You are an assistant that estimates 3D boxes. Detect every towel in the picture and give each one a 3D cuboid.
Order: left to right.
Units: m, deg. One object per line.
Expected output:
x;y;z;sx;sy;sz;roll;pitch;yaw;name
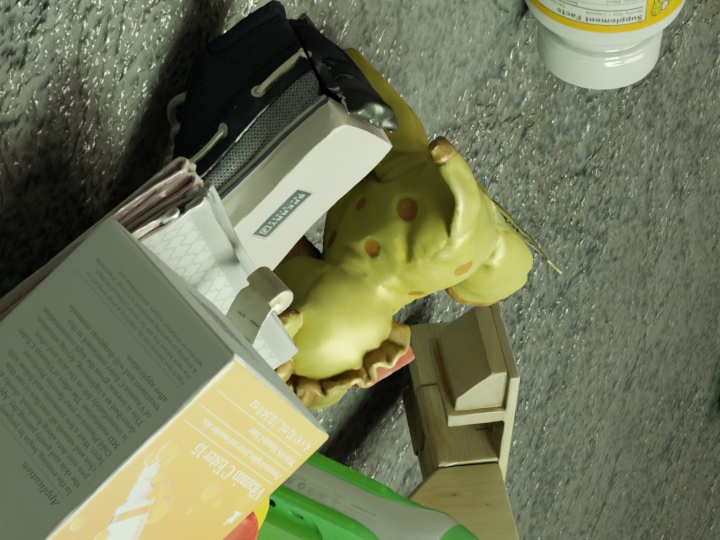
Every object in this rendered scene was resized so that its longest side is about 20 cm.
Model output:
-0.126;0.054;1.172;0.191;0.032;0.200;-39;153;-7;towel

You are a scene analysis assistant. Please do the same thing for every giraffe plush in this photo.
0.000;0.000;1.359;0.162;0.200;0.173;-41;125;0;giraffe plush

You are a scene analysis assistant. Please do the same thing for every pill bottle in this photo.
0.161;-0.218;1.561;0.113;0.112;0.200;-51;154;-36;pill bottle

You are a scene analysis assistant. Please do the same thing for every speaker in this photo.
-0.034;0.143;1.340;0.089;0.199;0.089;-51;155;-35;speaker

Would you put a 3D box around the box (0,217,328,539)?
-0.132;0.094;1.079;0.200;0.098;0.124;-44;153;1;box

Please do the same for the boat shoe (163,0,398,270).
-0.075;-0.048;1.227;0.200;0.093;0.075;-40;152;17;boat shoe

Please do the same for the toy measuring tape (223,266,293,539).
-0.065;0.086;1.198;0.074;0.073;0.200;-23;144;-62;toy measuring tape

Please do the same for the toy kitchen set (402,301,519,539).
0.007;0.112;1.599;0.164;0.180;0.200;96;-13;-47;toy kitchen set

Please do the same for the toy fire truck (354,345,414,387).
-0.043;0.128;1.471;0.200;0.049;0.141;-27;105;-28;toy fire truck
